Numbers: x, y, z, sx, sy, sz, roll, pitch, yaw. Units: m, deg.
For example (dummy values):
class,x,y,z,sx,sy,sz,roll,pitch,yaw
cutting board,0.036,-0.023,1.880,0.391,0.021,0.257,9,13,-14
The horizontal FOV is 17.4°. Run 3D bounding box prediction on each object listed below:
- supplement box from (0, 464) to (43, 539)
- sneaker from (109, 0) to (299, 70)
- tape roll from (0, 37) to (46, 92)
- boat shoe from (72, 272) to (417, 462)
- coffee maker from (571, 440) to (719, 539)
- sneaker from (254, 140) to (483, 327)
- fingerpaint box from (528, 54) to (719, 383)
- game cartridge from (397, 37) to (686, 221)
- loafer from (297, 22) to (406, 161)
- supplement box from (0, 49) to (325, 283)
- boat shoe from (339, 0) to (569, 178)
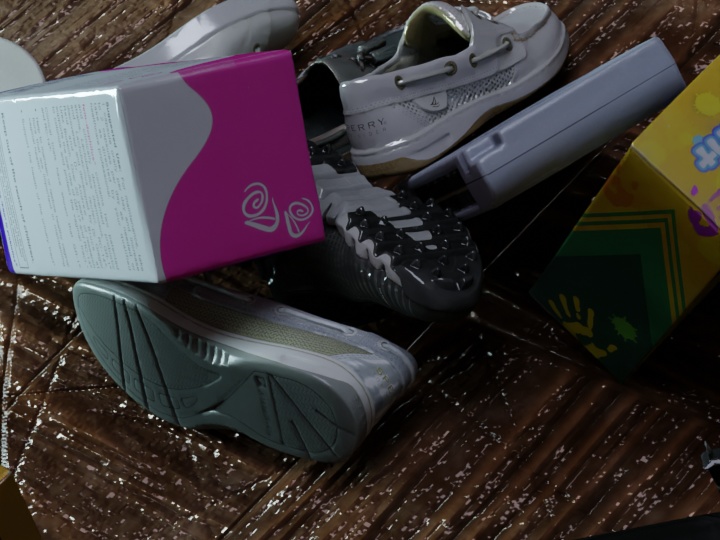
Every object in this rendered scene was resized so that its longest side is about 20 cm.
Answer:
class,x,y,z,sx,sy,sz,roll,pitch,yaw
supplement box,-0.275,0.169,1.102,0.196,0.133,0.200,22,54,36
sneaker,-0.100,-0.095,1.401,0.199,0.073,0.085,-34,77,-30
tape roll,-0.283,-0.074,1.448,0.201,0.037,0.204,-10,42,9
boat shoe,-0.065,0.040,1.221,0.201,0.075,0.065,15,38,36
coffee maker,0.072,0.176,0.997,0.198,0.136,0.192,-8,18,9
sneaker,0.000,0.000,1.229,0.066,0.091,0.200,-8,25,-31
fingerpaint box,0.189,-0.061,1.162,0.073,0.167,0.200,43,64,8
game cartridge,0.096,-0.071,1.227,0.133,0.041,0.200,-34,3,-10
loafer,-0.019,-0.089,1.351,0.072,0.063,0.200,24,55,37
supplement box,-0.114,-0.055,1.231,0.101,0.104,0.200,-15,8,-28
boat shoe,0.055,-0.121,1.326,0.070,0.070,0.200,-9,20,36
